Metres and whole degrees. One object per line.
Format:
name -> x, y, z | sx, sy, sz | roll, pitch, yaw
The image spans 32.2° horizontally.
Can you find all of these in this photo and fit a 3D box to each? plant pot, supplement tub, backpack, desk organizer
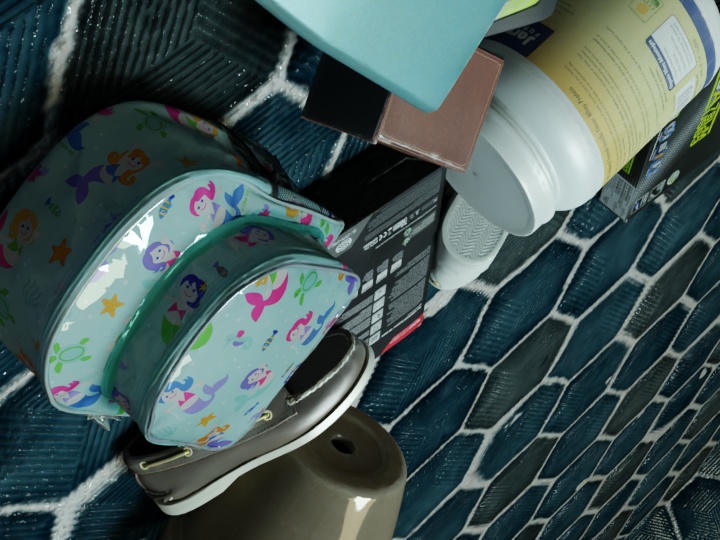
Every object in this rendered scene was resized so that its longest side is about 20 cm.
plant pot -> -0.025, -0.192, 0.577 | 0.199, 0.141, 0.142 | 15, 114, -52
supplement tub -> 0.151, -0.136, 0.910 | 0.200, 0.144, 0.145 | -42, 154, -13
backpack -> -0.109, 0.006, 0.703 | 0.178, 0.151, 0.199 | -51, 150, 8
plant pot -> -0.049, 0.202, 0.991 | 0.199, 0.200, 0.176 | -12, 136, -51
desk organizer -> 0.046, -0.164, 0.701 | 0.076, 0.071, 0.203 | 15, 96, -41

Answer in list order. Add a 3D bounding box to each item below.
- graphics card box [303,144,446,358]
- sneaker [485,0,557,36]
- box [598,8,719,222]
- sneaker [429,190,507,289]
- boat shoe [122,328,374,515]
graphics card box -> 0.000, 0.000, 0.965 | 0.125, 0.051, 0.201 | -34, 152, -26
sneaker -> 0.053, -0.190, 0.799 | 0.199, 0.071, 0.084 | -28, 124, -39
box -> 0.338, -0.170, 1.272 | 0.192, 0.047, 0.201 | -32, 150, -27
sneaker -> 0.115, -0.074, 1.042 | 0.201, 0.073, 0.116 | -53, 178, -19
boat shoe -> -0.082, 0.102, 0.919 | 0.199, 0.072, 0.060 | -33, 124, 4
